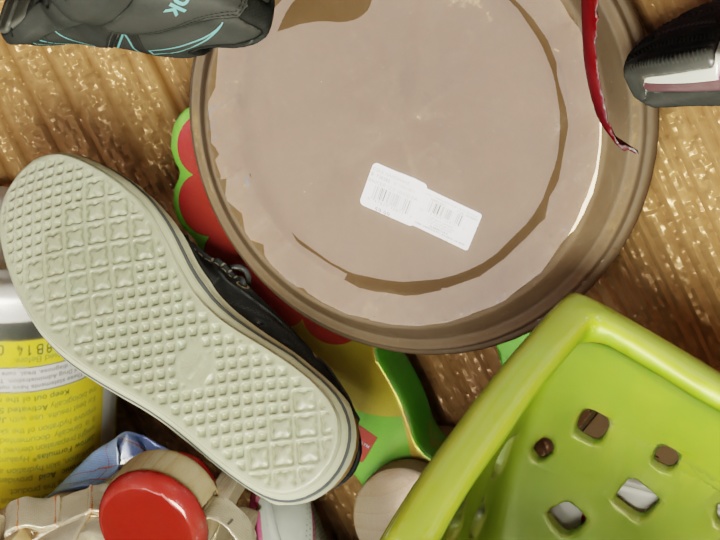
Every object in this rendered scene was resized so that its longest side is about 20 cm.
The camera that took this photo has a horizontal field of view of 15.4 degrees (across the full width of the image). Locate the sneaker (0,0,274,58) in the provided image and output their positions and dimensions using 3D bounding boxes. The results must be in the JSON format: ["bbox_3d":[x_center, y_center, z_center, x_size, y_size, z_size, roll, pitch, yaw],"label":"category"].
[{"bbox_3d":[-0.094,-0.112,1.073,0.079,0.200,0.076,24,90,-19],"label":"sneaker"}]

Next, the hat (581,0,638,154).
[{"bbox_3d":[0.060,-0.186,0.971,0.165,0.176,0.201,25,83,18],"label":"hat"}]

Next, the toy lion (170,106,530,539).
[{"bbox_3d":[0.000,0.000,1.137,0.200,0.069,0.192,35,115,7],"label":"toy lion"}]

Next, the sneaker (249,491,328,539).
[{"bbox_3d":[0.014,0.176,1.197,0.088,0.081,0.201,-28,95,-6],"label":"sneaker"}]

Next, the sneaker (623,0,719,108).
[{"bbox_3d":[0.202,-0.052,1.003,0.199,0.076,0.116,-7,112,28],"label":"sneaker"}]

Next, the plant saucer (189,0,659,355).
[{"bbox_3d":[0.021,-0.062,1.076,0.199,0.029,0.201,3,101,16],"label":"plant saucer"}]

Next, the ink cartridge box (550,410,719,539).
[{"bbox_3d":[0.151,0.166,1.119,0.145,0.084,0.201,14,117,19],"label":"ink cartridge box"}]

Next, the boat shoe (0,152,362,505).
[{"bbox_3d":[-0.075,0.026,1.104,0.200,0.062,0.075,40,93,21],"label":"boat shoe"}]

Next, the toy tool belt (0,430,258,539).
[{"bbox_3d":[-0.101,0.127,1.138,0.125,0.123,0.200,34,124,1],"label":"toy tool belt"}]

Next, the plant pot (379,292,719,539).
[{"bbox_3d":[0.092,0.161,0.984,0.199,0.199,0.182,33,127,7],"label":"plant pot"}]

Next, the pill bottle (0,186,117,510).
[{"bbox_3d":[-0.166,0.073,1.214,0.111,0.111,0.201,14,118,19],"label":"pill bottle"}]
